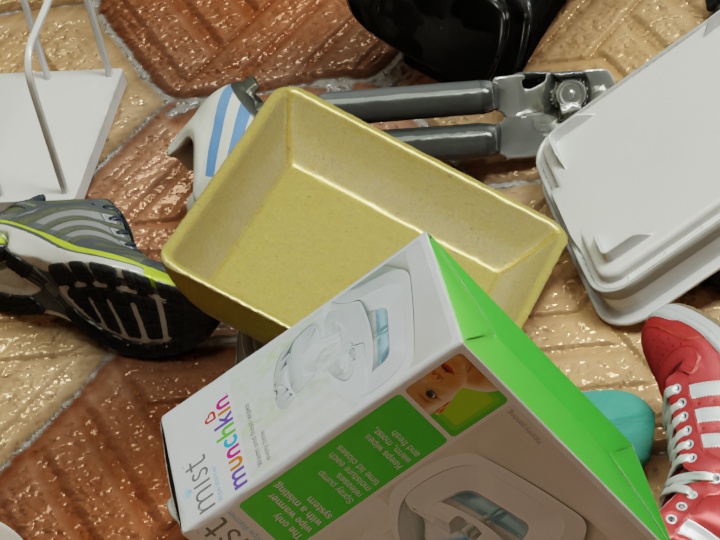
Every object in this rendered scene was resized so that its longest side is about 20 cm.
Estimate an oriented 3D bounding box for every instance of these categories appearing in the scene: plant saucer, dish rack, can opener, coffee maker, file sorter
[{"bbox_3d":[0.000,0.000,1.706,0.200,0.049,0.200,28,41,3],"label":"plant saucer"},{"bbox_3d":[0.197,-0.076,1.754,0.200,0.044,0.172,-36,42,14],"label":"dish rack"},{"bbox_3d":[0.068,-0.097,1.866,0.199,0.054,0.067,-4,7,-3],"label":"can opener"},{"bbox_3d":[0.113,-0.220,1.937,0.192,0.135,0.200,11,47,28],"label":"coffee maker"},{"bbox_3d":[-0.280,-0.126,1.957,0.199,0.125,0.139,-2,41,15],"label":"file sorter"}]

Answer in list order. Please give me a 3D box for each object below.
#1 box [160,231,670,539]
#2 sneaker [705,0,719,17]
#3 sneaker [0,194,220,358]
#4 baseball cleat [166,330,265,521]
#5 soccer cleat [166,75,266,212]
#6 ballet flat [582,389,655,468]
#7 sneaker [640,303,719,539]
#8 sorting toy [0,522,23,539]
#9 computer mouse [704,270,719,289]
[{"bbox_3d":[0.028,0.109,1.490,0.176,0.200,0.097,-35,36,13],"label":"box"},{"bbox_3d":[0.289,-0.181,1.908,0.115,0.076,0.201,17,32,-2],"label":"sneaker"},{"bbox_3d":[-0.161,-0.007,1.827,0.200,0.074,0.081,19,47,31],"label":"sneaker"},{"bbox_3d":[-0.069,0.094,1.681,0.106,0.070,0.200,-40,17,15],"label":"baseball cleat"},{"bbox_3d":[-0.060,-0.038,1.845,0.086,0.070,0.200,-40,44,8],"label":"soccer cleat"},{"bbox_3d":[0.071,0.114,1.609,0.199,0.070,0.068,-18,79,-1],"label":"ballet flat"},{"bbox_3d":[0.179,0.107,1.575,0.112,0.071,0.200,-25,52,-14],"label":"sneaker"},{"bbox_3d":[-0.221,0.209,1.507,0.199,0.180,0.107,-20,40,-6],"label":"sorting toy"},{"bbox_3d":[0.235,-0.070,1.795,0.140,0.046,0.200,15,48,29],"label":"computer mouse"}]
